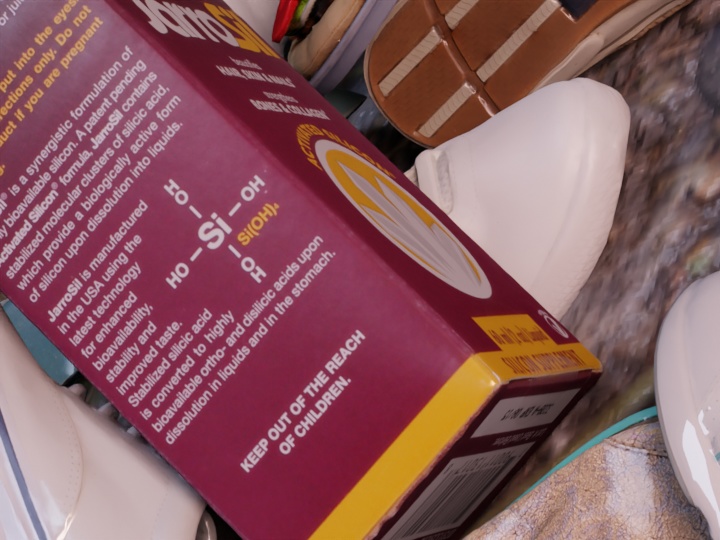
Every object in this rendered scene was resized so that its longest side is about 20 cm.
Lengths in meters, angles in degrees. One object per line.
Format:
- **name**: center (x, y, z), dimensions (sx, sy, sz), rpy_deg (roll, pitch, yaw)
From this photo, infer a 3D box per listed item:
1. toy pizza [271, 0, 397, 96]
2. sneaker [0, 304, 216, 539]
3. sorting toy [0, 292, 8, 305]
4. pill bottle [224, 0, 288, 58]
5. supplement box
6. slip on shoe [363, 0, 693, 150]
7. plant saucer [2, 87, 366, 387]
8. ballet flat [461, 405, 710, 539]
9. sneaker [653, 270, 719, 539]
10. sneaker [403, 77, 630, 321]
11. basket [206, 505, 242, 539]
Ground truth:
- **toy pizza**: center (0.018, -0.148, 0.923), dimensions (0.200, 0.032, 0.200), rpy_deg (-60, 8, 14)
- **sneaker**: center (-0.078, 0.071, 0.794), dimensions (0.073, 0.071, 0.200), rpy_deg (97, 150, -60)
- **sorting toy**: center (-0.125, -0.062, 1.170), dimensions (0.180, 0.107, 0.200), rpy_deg (-28, 59, 28)
- **pill bottle**: center (-0.098, -0.086, 1.069), dimensions (0.200, 0.111, 0.111), rpy_deg (-34, 30, 2)
- **supplement box**: center (-0.039, -0.007, 0.805), dimensions (0.086, 0.200, 0.110), rpy_deg (-49, -15, 13)
- **slip on shoe**: center (0.083, -0.110, 0.867), dimensions (0.200, 0.076, 0.061), rpy_deg (-42, 3, 35)
- **plant saucer**: center (-0.081, -0.005, 0.989), dimensions (0.200, 0.036, 0.200), rpy_deg (-44, 2, 2)
- **ballet flat**: center (0.031, 0.109, 0.749), dimensions (0.200, 0.068, 0.067), rpy_deg (-43, 40, 38)
- **sneaker**: center (0.124, 0.063, 0.632), dimensions (0.080, 0.070, 0.200), rpy_deg (-35, 37, 17)
- **sneaker**: center (0.000, 0.000, 0.881), dimensions (0.200, 0.088, 0.075), rpy_deg (-42, 31, 35)
- **basket**: center (-0.094, 0.185, 0.836), dimensions (0.180, 0.136, 0.200), rpy_deg (-43, 35, 35)
